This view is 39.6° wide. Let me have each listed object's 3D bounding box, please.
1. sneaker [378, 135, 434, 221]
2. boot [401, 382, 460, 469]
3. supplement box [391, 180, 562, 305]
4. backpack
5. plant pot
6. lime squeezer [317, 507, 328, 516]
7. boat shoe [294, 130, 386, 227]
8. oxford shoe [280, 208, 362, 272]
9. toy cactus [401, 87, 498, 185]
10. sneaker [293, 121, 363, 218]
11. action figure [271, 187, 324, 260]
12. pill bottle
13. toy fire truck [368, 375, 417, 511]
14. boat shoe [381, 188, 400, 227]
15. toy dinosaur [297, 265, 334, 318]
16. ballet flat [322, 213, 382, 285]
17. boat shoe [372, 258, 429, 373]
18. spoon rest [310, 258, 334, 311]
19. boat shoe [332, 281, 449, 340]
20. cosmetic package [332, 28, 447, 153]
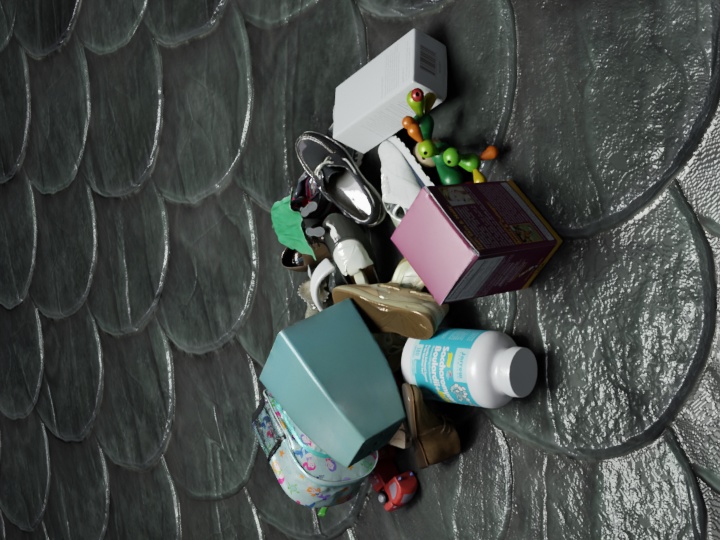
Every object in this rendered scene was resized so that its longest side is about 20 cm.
[{"bbox_3d":[0.062,-0.132,1.537,0.080,0.077,0.201,-34,44,4],"label":"sneaker"},{"bbox_3d":[0.106,0.230,1.525,0.202,0.074,0.075,71,-172,-49],"label":"boot"},{"bbox_3d":[0.163,-0.042,1.389,0.132,0.198,0.104,55,130,26],"label":"supplement box"},{"bbox_3d":[-0.065,0.274,1.623,0.151,0.175,0.202,-54,50,40],"label":"backpack"},{"bbox_3d":[-0.031,0.181,1.518,0.201,0.140,0.142,52,144,19],"label":"plant pot"},{"bbox_3d":[-0.044,0.345,1.769,0.038,0.069,0.203,115,159,-50],"label":"lime squeezer"},{"bbox_3d":[-0.039,-0.150,1.621,0.074,0.060,0.201,-42,80,16],"label":"boat shoe"},{"bbox_3d":[-0.068,-0.049,1.719,0.199,0.083,0.074,-40,66,41],"label":"oxford shoe"},{"bbox_3d":[0.119,-0.183,1.485,0.201,0.102,0.165,49,175,-15],"label":"toy cactus"},{"bbox_3d":[-0.057,-0.169,1.695,0.081,0.074,0.203,44,125,33],"label":"sneaker"},{"bbox_3d":[-0.112,-0.080,1.655,0.199,0.054,0.121,-172,67,-69],"label":"action figure"},{"bbox_3d":[0.163,0.143,1.481,0.198,0.109,0.113,0,96,47],"label":"pill bottle"},{"bbox_3d":[0.046,0.282,1.670,0.141,0.048,0.202,-51,60,39],"label":"toy fire truck"},{"bbox_3d":[0.094,-0.064,1.563,0.060,0.072,0.203,-28,54,0],"label":"boat shoe"},{"bbox_3d":[-0.063,0.087,1.719,0.076,0.101,0.205,4,98,46],"label":"toy dinosaur"},{"bbox_3d":[0.000,0.000,1.610,0.202,0.067,0.069,61,-172,-28],"label":"ballet flat"},{"bbox_3d":[0.072,0.081,1.600,0.063,0.072,0.204,28,106,37],"label":"boat shoe"},{"bbox_3d":[-0.026,0.077,1.650,0.202,0.060,0.100,59,178,-26],"label":"spoon rest"},{"bbox_3d":[0.045,0.055,1.545,0.197,0.065,0.072,15,133,34],"label":"boat shoe"},{"bbox_3d":[0.043,-0.275,1.554,0.199,0.073,0.104,-28,50,47],"label":"cosmetic package"}]
